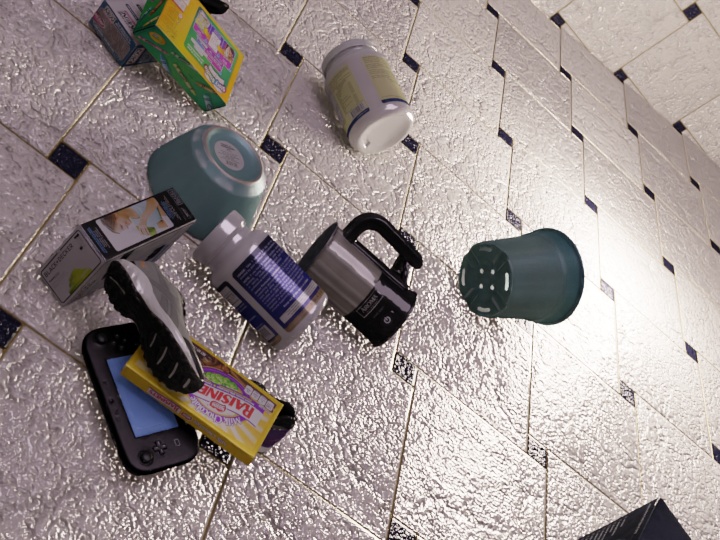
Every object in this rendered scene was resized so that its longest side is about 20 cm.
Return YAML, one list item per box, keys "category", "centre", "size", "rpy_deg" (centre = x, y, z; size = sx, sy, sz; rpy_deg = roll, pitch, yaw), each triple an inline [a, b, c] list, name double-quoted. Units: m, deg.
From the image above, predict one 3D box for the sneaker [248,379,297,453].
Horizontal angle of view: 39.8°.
- category: "sneaker"
  centre: [-0.175, 0.167, 1.355]
  size: [0.198, 0.087, 0.076]
  rpy_deg: [31, 37, -25]

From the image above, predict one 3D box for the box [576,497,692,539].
- category: "box"
  centre: [0.428, 0.502, 1.631]
  size: [0.125, 0.196, 0.199]
  rpy_deg: [52, 34, 6]

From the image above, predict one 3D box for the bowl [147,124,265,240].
- category: "bowl"
  centre: [-0.230, -0.153, 1.596]
  size: [0.199, 0.105, 0.203]
  rpy_deg: [31, 38, -27]

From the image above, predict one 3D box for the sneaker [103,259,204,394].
- category: "sneaker"
  centre: [-0.242, 0.063, 1.245]
  size: [0.079, 0.074, 0.201]
  rpy_deg: [-10, 58, -46]

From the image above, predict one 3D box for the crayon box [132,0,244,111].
- category: "crayon box"
  centre: [-0.291, -0.387, 1.711]
  size: [0.200, 0.057, 0.120]
  rpy_deg: [48, 45, -42]

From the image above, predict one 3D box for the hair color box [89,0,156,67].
- category: "hair color box"
  centre: [-0.366, -0.423, 1.741]
  size: [0.101, 0.060, 0.199]
  rpy_deg: [54, 33, 5]

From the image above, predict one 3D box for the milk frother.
- category: "milk frother"
  centre: [0.000, 0.000, 1.712]
  size: [0.188, 0.181, 0.200]
  rpy_deg: [41, -9, -12]

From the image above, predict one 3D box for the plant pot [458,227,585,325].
- category: "plant pot"
  centre: [0.314, 0.015, 2.003]
  size: [0.194, 0.200, 0.202]
  rpy_deg: [-1, 57, -41]

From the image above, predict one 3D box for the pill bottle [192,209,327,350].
- category: "pill bottle"
  centre: [-0.154, 0.013, 1.509]
  size: [0.200, 0.115, 0.116]
  rpy_deg: [46, 33, -6]

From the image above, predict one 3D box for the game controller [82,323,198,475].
- category: "game controller"
  centre: [-0.278, 0.159, 1.259]
  size: [0.103, 0.042, 0.202]
  rpy_deg: [-14, 67, -32]

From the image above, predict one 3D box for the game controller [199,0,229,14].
- category: "game controller"
  centre: [-0.341, -0.525, 1.854]
  size: [0.198, 0.104, 0.043]
  rpy_deg: [14, 88, -41]

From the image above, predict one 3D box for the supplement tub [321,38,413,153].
- category: "supplement tub"
  centre: [0.011, -0.359, 2.045]
  size: [0.144, 0.145, 0.202]
  rpy_deg: [4, 54, -47]

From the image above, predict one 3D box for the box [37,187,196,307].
- category: "box"
  centre: [-0.328, -0.034, 1.354]
  size: [0.060, 0.116, 0.200]
  rpy_deg: [52, 32, 2]

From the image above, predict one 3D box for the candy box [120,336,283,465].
- category: "candy box"
  centre: [-0.199, 0.152, 1.273]
  size: [0.199, 0.026, 0.103]
  rpy_deg: [37, 42, -6]
